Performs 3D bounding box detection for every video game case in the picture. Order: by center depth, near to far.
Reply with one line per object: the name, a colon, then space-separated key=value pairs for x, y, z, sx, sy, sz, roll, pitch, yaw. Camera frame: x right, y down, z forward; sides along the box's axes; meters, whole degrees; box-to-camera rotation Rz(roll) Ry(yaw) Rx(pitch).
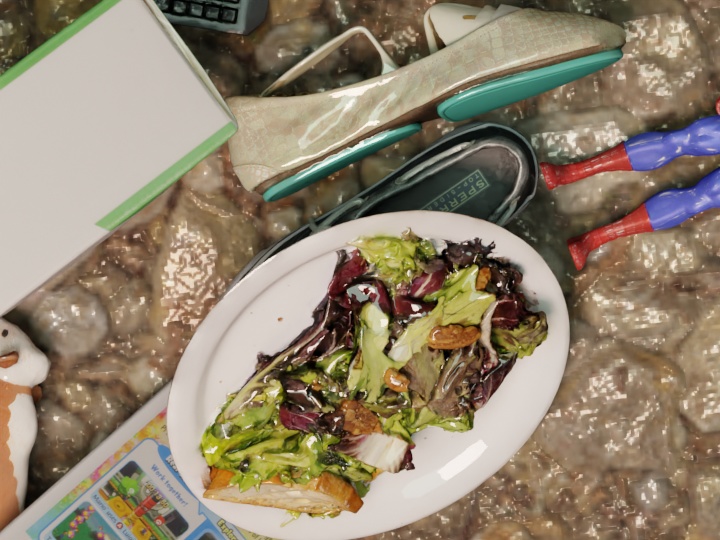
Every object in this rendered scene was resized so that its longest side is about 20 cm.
video game case: x=-0.086 y=0.182 z=1.425 sx=0.182 sy=0.024 sz=0.200 roll=-41 pitch=92 yaw=-24

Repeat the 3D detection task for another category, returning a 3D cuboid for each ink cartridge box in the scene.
ink cartridge box: x=-0.146 y=-0.044 z=1.345 sx=0.146 sy=0.200 sz=0.084 roll=-38 pitch=94 yaw=-11

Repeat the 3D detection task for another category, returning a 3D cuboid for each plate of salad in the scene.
plate of salad: x=0.008 y=0.058 z=1.386 sx=0.199 sy=0.048 sz=0.201 roll=-11 pitch=130 yaw=-13

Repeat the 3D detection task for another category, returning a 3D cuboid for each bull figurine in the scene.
bull figurine: x=-0.209 y=0.118 z=1.452 sx=0.121 sy=0.065 sz=0.201 roll=-2 pitch=95 yaw=8

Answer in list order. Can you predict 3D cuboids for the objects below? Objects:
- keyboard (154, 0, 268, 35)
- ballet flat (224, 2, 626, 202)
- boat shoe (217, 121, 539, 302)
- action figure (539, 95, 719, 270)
keyboard: x=-0.093 y=-0.221 z=1.425 sx=0.126 sy=0.021 sz=0.201 roll=9 pitch=96 yaw=4
ballet flat: x=0.026 y=-0.095 z=1.408 sx=0.199 sy=0.067 sz=0.063 roll=-21 pitch=85 yaw=7
boat shoe: x=0.002 y=0.002 z=1.418 sx=0.199 sy=0.068 sz=0.074 roll=-32 pitch=93 yaw=8
action figure: x=0.188 y=-0.057 z=1.407 sx=0.199 sy=0.052 sz=0.066 roll=-20 pitch=92 yaw=4
